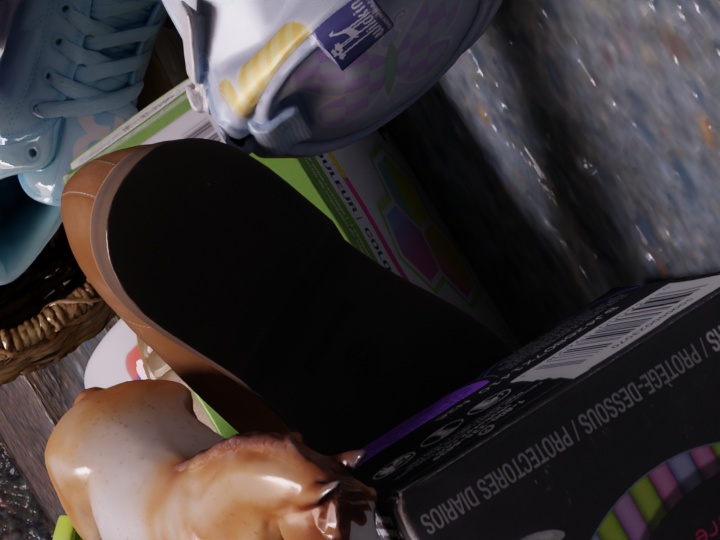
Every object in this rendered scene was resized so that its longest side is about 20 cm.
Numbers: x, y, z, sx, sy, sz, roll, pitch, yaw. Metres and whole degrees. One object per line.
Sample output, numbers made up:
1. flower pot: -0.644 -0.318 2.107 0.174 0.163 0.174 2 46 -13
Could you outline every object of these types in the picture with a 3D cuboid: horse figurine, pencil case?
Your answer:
1. horse figurine: -0.040 0.077 0.657 0.200 0.050 0.133 33 150 57
2. pencil case: -0.045 -0.126 0.674 0.200 0.091 0.083 56 -168 19

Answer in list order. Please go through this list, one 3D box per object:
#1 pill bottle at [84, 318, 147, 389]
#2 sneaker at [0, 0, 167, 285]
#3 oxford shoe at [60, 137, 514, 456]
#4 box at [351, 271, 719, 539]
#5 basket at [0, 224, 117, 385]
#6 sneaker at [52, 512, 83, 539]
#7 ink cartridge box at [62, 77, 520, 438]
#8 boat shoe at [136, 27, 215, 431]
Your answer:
1. pill bottle: -0.019 0.096 0.991 0.200 0.111 0.111 55 165 17
2. sneaker: -0.102 -0.069 0.893 0.200 0.074 0.082 -52 56 42
3. oxford shoe: -0.007 0.031 0.697 0.200 0.071 0.071 46 164 -23
4. box: 0.089 0.114 0.632 0.200 0.122 0.106 60 164 -5
5. basket: -0.179 -0.032 1.099 0.143 0.200 0.149 57 165 14
6. sneaker: -0.039 0.103 0.846 0.083 0.072 0.200 5 164 26
7. ink cartridge box: 0.000 0.000 0.837 0.148 0.076 0.200 58 -161 3
8. boat shoe: -0.050 -0.009 0.934 0.074 0.069 0.201 -33 67 38
